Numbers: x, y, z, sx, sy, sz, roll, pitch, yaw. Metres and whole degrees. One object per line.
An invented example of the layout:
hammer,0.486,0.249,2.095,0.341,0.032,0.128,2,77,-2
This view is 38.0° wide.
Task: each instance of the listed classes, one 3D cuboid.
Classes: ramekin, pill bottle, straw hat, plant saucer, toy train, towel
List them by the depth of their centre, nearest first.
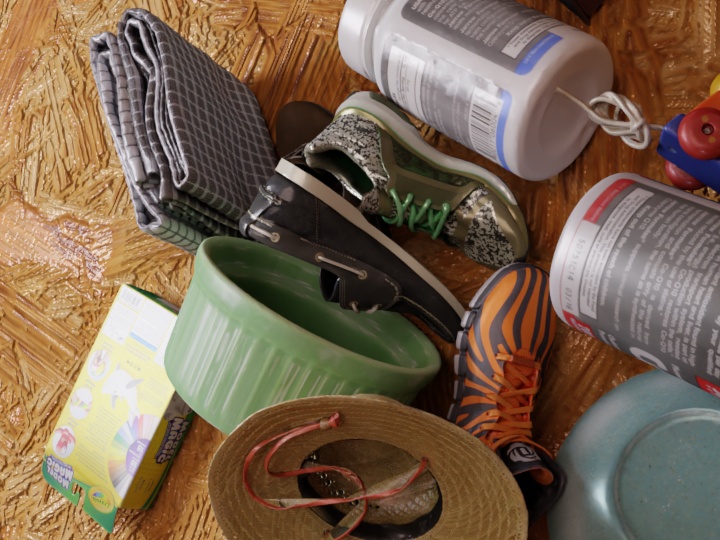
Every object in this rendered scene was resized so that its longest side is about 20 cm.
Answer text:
plant saucer,0.213,0.143,0.655,0.200,0.039,0.202,-10,59,17
pill bottle,0.230,0.020,0.656,0.200,0.114,0.114,28,93,41
straw hat,0.008,0.128,0.673,0.201,0.201,0.085,-29,25,22
toy train,0.244,-0.113,0.693,0.200,0.085,0.116,37,86,15
ramekin,-0.049,0.064,0.786,0.200,0.200,0.098,35,104,34
pill bottle,0.083,-0.160,0.808,0.200,0.114,0.114,36,97,33
towel,-0.141,-0.110,0.906,0.085,0.166,0.200,-28,64,16

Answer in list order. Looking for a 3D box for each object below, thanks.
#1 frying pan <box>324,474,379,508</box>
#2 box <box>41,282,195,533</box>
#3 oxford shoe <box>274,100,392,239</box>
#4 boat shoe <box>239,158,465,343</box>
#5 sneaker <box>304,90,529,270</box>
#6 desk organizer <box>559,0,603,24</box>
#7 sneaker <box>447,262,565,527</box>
frying pan,-0.029,0.198,0.824,0.190,0.031,0.115,-15,101,56
box,-0.210,0.126,0.957,0.117,0.048,0.200,27,90,34
oxford shoe,-0.036,-0.085,0.874,0.073,0.084,0.200,-39,48,14
boat shoe,0.000,0.000,0.780,0.068,0.200,0.072,-55,24,-4
sneaker,0.036,-0.053,0.800,0.200,0.089,0.077,37,141,19
desk organizer,0.137,-0.268,0.752,0.077,0.200,0.072,-46,58,11
sneaker,0.108,0.099,0.721,0.112,0.077,0.201,-149,73,-70
